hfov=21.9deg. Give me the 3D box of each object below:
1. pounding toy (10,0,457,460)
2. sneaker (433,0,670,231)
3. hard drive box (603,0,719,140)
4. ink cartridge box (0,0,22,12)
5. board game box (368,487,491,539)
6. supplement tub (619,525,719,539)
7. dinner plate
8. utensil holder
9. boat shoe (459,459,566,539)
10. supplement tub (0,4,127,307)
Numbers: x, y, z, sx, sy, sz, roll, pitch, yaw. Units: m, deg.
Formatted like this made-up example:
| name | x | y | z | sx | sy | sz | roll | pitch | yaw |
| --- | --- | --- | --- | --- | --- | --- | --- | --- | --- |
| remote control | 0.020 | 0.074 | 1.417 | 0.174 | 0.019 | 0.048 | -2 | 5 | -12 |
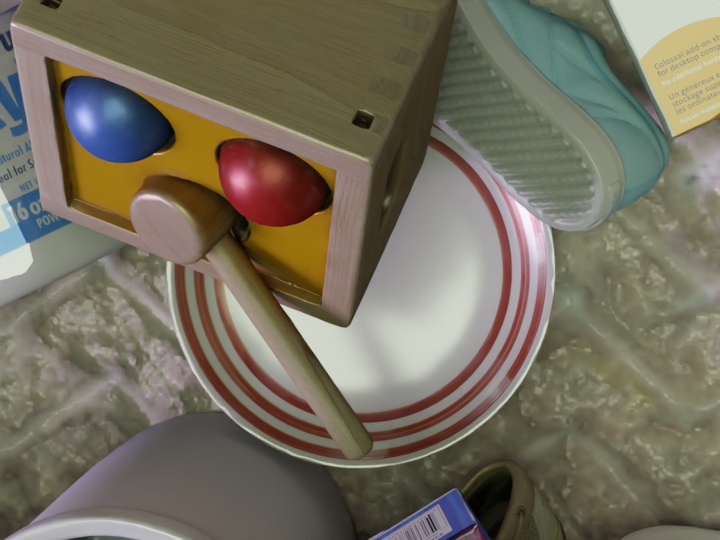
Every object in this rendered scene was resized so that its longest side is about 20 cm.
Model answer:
| name | x | y | z | sx | sy | sz | roll | pitch | yaw |
| --- | --- | --- | --- | --- | --- | --- | --- | --- | --- |
| pounding toy | -0.050 | -0.044 | 0.817 | 0.184 | 0.200 | 0.142 | 21 | 64 | 6 |
| sneaker | 0.072 | -0.104 | 0.911 | 0.200 | 0.082 | 0.074 | 53 | 137 | 16 |
| hard drive box | 0.171 | -0.185 | 0.867 | 0.156 | 0.077 | 0.200 | -26 | 95 | 13 |
| ink cartridge box | -0.163 | -0.206 | 0.849 | 0.084 | 0.200 | 0.145 | -31 | 96 | 43 |
| board game box | 0.010 | 0.228 | 0.801 | 0.200 | 0.043 | 0.199 | -32 | 110 | 1 |
| supplement tub | 0.165 | 0.242 | 0.916 | 0.144 | 0.144 | 0.200 | 15 | 103 | 6 |
| dinner plate | 0.000 | 0.000 | 0.946 | 0.200 | 0.024 | 0.200 | 0 | 89 | 10 |
| utensil holder | -0.093 | 0.169 | 0.917 | 0.170 | 0.200 | 0.170 | 2 | 102 | 9 |
| boat shoe | 0.026 | 0.180 | 0.919 | 0.072 | 0.065 | 0.200 | 23 | 64 | 42 |
| supplement tub | -0.199 | -0.084 | 0.921 | 0.132 | 0.132 | 0.200 | -24 | 97 | 13 |
